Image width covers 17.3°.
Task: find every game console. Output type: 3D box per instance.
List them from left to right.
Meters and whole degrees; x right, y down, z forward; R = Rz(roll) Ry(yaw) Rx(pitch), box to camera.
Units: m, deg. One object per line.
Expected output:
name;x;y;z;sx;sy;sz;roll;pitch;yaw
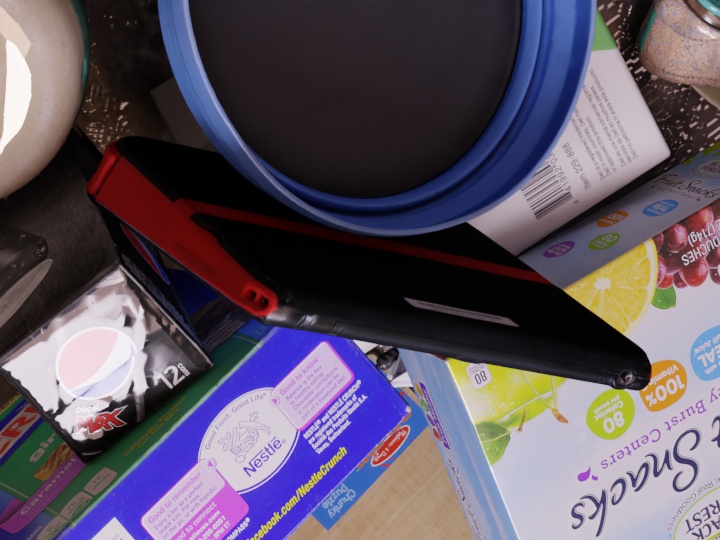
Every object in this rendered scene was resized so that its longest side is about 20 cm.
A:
game console;0.000;0.000;0.972;0.199;0.177;0.031;11;108;-36

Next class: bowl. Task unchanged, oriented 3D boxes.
bowl;0.006;-0.114;0.962;0.199;0.039;0.202;0;90;-32

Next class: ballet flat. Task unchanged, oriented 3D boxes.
ballet flat;0.224;-0.100;1.188;0.199;0.068;0.067;18;130;-22

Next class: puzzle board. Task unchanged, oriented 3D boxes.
puzzle board;-0.006;0.164;1.228;0.151;0.017;0.200;43;99;3

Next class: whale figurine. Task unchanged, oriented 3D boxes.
whale figurine;-0.213;-0.103;1.014;0.198;0.104;0.160;7;118;4

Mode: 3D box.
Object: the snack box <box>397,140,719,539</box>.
snack box;0.136;0.059;1.126;0.199;0.068;0.170;-28;111;-16

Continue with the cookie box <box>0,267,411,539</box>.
cookie box;-0.095;0.083;1.032;0.171;0.200;0.075;-44;108;-16

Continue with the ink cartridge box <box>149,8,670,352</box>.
ink cartridge box;0.022;-0.069;1.110;0.199;0.084;0.146;-32;124;0

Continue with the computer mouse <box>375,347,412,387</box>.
computer mouse;0.049;0.043;1.167;0.199;0.110;0.044;-28;86;-18

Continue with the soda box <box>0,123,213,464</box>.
soda box;-0.127;0.000;1.023;0.071;0.200;0.063;-37;117;2
